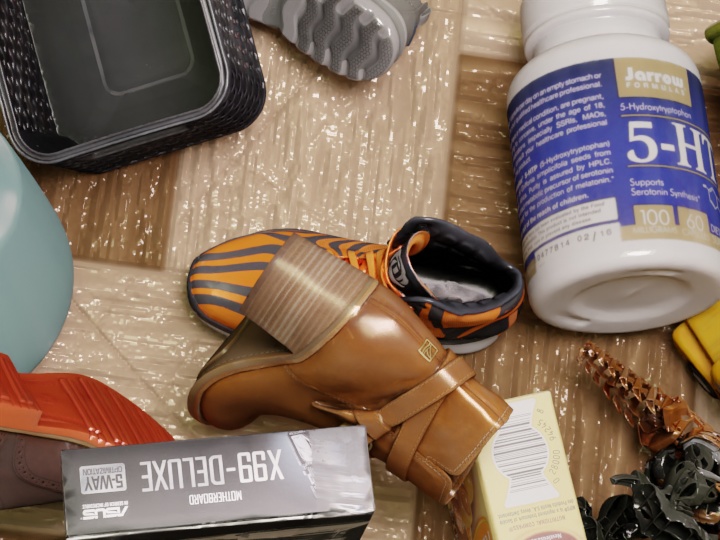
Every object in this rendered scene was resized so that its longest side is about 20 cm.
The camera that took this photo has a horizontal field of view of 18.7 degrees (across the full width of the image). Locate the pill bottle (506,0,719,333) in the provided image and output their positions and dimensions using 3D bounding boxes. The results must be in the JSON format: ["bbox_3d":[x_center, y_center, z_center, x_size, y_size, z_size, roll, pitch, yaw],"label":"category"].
[{"bbox_3d":[0.150,-0.074,1.309,0.120,0.120,0.200,-2,68,-8],"label":"pill bottle"}]

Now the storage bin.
[{"bbox_3d":[-0.149,-0.168,1.282,0.135,0.094,0.200,-16,85,11],"label":"storage bin"}]

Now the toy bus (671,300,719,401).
[{"bbox_3d":[0.266,0.092,1.282,0.065,0.078,0.200,-37,69,0],"label":"toy bus"}]

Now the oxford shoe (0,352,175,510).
[{"bbox_3d":[-0.176,0.100,1.227,0.200,0.071,0.073,25,108,-37],"label":"oxford shoe"}]

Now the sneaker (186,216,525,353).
[{"bbox_3d":[0.000,0.000,1.277,0.200,0.112,0.078,1,75,-7],"label":"sneaker"}]

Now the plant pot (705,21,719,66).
[{"bbox_3d":[0.321,-0.066,1.299,0.200,0.200,0.193,-9,88,-10],"label":"plant pot"}]

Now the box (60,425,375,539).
[{"bbox_3d":[-0.082,0.137,1.185,0.157,0.200,0.050,-4,72,-9],"label":"box"}]

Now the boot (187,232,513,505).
[{"bbox_3d":[-0.009,0.077,1.212,0.155,0.200,0.074,37,61,2],"label":"boot"}]

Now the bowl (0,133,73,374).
[{"bbox_3d":[-0.261,-0.024,1.226,0.201,0.105,0.201,4,55,-6],"label":"bowl"}]

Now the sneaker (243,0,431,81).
[{"bbox_3d":[-0.046,-0.191,1.358,0.200,0.075,0.082,40,38,10],"label":"sneaker"}]

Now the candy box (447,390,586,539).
[{"bbox_3d":[0.096,0.179,1.240,0.055,0.115,0.200,-10,77,-9],"label":"candy box"}]

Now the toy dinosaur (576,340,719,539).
[{"bbox_3d":[0.187,0.137,1.286,0.200,0.102,0.136,41,43,18],"label":"toy dinosaur"}]
